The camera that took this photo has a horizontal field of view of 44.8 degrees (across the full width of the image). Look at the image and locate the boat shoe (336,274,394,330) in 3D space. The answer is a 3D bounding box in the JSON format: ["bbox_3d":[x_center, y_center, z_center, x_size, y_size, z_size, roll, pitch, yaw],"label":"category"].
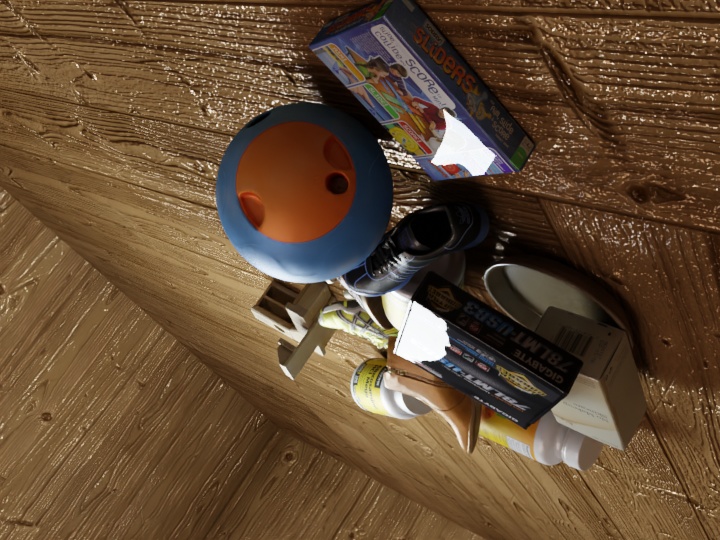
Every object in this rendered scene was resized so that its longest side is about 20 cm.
[{"bbox_3d":[0.000,0.000,1.296,0.072,0.072,0.200,14,142,54],"label":"boat shoe"}]

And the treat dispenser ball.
[{"bbox_3d":[-0.062,-0.087,0.985,0.200,0.201,0.201,31,162,11],"label":"treat dispenser ball"}]

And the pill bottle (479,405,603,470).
[{"bbox_3d":[0.275,0.237,1.372,0.199,0.111,0.111,19,157,39],"label":"pill bottle"}]

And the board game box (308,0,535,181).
[{"bbox_3d":[0.058,-0.167,0.837,0.200,0.035,0.135,43,160,-26],"label":"board game box"}]

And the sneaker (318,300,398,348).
[{"bbox_3d":[0.018,0.085,1.382,0.199,0.077,0.075,-3,176,32],"label":"sneaker"}]

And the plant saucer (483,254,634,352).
[{"bbox_3d":[0.243,0.043,1.066,0.200,0.030,0.200,31,162,12],"label":"plant saucer"}]

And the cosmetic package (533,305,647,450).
[{"bbox_3d":[0.280,0.135,1.076,0.103,0.073,0.200,20,157,37],"label":"cosmetic package"}]

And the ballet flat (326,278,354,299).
[{"bbox_3d":[-0.019,0.002,1.357,0.200,0.071,0.067,39,161,-16],"label":"ballet flat"}]

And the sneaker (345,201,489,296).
[{"bbox_3d":[0.049,-0.027,1.013,0.200,0.070,0.078,-30,160,30],"label":"sneaker"}]

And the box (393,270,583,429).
[{"bbox_3d":[0.141,0.101,1.034,0.199,0.050,0.199,31,158,8],"label":"box"}]

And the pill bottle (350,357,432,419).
[{"bbox_3d":[0.070,0.233,1.728,0.112,0.113,0.200,40,161,-19],"label":"pill bottle"}]

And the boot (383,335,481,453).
[{"bbox_3d":[0.110,0.188,1.347,0.143,0.071,0.202,2,117,19],"label":"boot"}]

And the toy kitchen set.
[{"bbox_3d":[-0.159,0.096,1.696,0.180,0.163,0.200,28,161,20],"label":"toy kitchen set"}]

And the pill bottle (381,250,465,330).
[{"bbox_3d":[0.082,0.024,1.166,0.111,0.112,0.200,29,161,16],"label":"pill bottle"}]
